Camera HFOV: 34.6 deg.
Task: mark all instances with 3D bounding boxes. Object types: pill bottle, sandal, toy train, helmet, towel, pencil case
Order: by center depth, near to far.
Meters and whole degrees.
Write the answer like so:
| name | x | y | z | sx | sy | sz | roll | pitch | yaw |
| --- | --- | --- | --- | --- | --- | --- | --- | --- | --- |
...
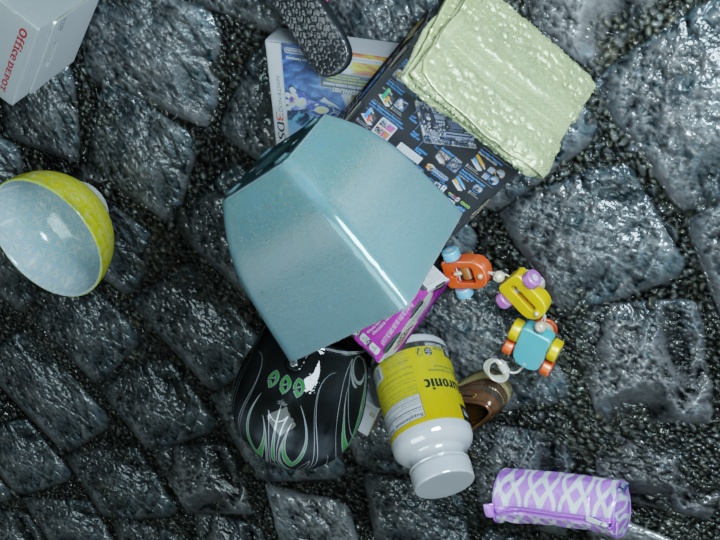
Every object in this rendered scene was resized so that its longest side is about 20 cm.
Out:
| name | x | y | z | sx | sy | sz | roll | pitch | yaw |
| --- | --- | --- | --- | --- | --- | --- | --- | --- | --- |
| towel | 0.150 | -0.207 | 1.251 | 0.199 | 0.149 | 0.036 | 35 | 166 | -11 |
| sandal | -0.068 | -0.322 | 1.357 | 0.075 | 0.045 | 0.201 | -23 | 98 | 28 |
| toy train | 0.186 | 0.047 | 1.487 | 0.149 | 0.056 | 0.201 | -6 | 118 | 39 |
| pill bottle | 0.086 | 0.195 | 1.540 | 0.110 | 0.201 | 0.112 | -10 | 147 | -7 |
| helmet | -0.083 | 0.176 | 1.575 | 0.199 | 0.200 | 0.192 | 18 | 97 | 18 |
| pencil case | 0.280 | 0.326 | 1.614 | 0.199 | 0.086 | 0.084 | 0 | 121 | 31 |

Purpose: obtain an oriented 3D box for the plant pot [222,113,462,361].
| name | x | y | z | sx | sy | sz | roll | pitch | yaw |
| --- | --- | --- | --- | --- | --- | --- | --- | --- | --- |
| plant pot | -0.039 | -0.055 | 1.316 | 0.195 | 0.197 | 0.200 | -26 | 110 | 38 |

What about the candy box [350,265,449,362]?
| name | x | y | z | sx | sy | sz | roll | pitch | yaw |
| --- | --- | --- | --- | --- | --- | --- | --- | --- | --- |
| candy box | 0.000 | 0.000 | 1.504 | 0.200 | 0.061 | 0.137 | 44 | 123 | 16 |

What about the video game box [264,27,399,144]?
| name | x | y | z | sx | sy | sz | roll | pitch | yaw |
| --- | --- | --- | --- | --- | --- | --- | --- | --- | --- |
| video game box | -0.016 | -0.196 | 1.427 | 0.199 | 0.047 | 0.183 | 12 | 130 | 22 |

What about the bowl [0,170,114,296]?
| name | x | y | z | sx | sy | sz | roll | pitch | yaw |
| --- | --- | --- | --- | --- | --- | --- | --- | --- | --- |
| bowl | -0.438 | -0.074 | 1.721 | 0.199 | 0.108 | 0.201 | 16 | 130 | 20 |

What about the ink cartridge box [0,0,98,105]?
| name | x | y | z | sx | sy | sz | roll | pitch | yaw |
| --- | --- | --- | --- | --- | --- | --- | --- | --- | --- |
| ink cartridge box | -0.470 | -0.350 | 1.509 | 0.200 | 0.145 | 0.145 | 39 | 133 | 0 |

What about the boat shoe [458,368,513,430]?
| name | x | y | z | sx | sy | sz | roll | pitch | yaw |
| --- | --- | --- | --- | --- | --- | --- | --- | --- | --- |
| boat shoe | 0.126 | 0.203 | 1.623 | 0.072 | 0.068 | 0.200 | 47 | 133 | -9 |

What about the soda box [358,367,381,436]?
| name | x | y | z | sx | sy | sz | roll | pitch | yaw |
| --- | --- | --- | --- | --- | --- | --- | --- | --- | --- |
| soda box | -0.052 | 0.155 | 1.695 | 0.199 | 0.064 | 0.068 | 29 | 133 | 8 |

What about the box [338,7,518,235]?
| name | x | y | z | sx | sy | sz | roll | pitch | yaw |
| --- | --- | --- | --- | --- | --- | --- | --- | --- | --- |
| box | 0.096 | -0.166 | 1.340 | 0.199 | 0.050 | 0.199 | 34 | 123 | -13 |
